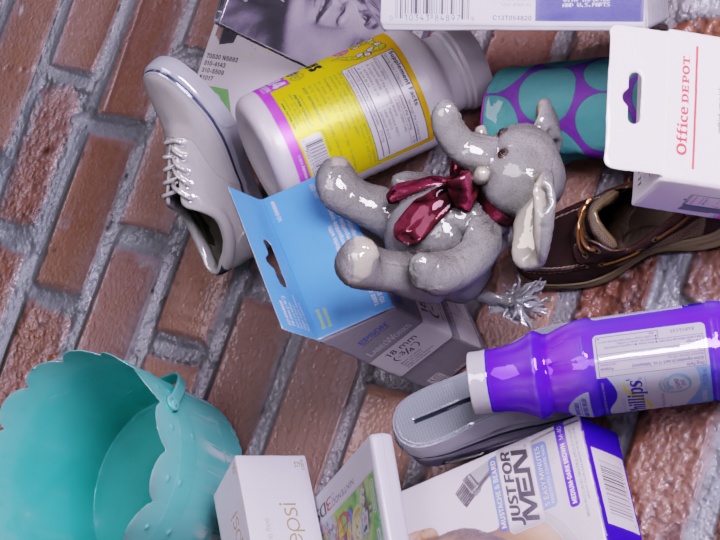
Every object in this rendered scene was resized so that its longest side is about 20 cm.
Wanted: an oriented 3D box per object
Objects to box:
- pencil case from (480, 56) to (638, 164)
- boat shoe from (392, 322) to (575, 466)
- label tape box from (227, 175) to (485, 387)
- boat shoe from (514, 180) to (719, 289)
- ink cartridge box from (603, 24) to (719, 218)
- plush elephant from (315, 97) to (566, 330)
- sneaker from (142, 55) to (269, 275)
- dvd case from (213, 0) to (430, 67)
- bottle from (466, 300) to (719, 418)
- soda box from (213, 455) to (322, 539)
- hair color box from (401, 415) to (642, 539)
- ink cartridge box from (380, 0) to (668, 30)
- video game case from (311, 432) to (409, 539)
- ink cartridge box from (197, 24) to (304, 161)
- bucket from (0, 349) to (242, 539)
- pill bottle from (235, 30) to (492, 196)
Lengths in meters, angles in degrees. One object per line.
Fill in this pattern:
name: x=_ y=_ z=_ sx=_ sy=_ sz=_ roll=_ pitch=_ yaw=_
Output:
pencil case: x=0.197 y=-0.118 z=1.689 sx=0.200 sy=0.085 sz=0.093 roll=0 pitch=112 yaw=37
boat shoe: x=0.122 y=0.096 z=1.681 sx=0.200 sy=0.067 sz=0.074 roll=-17 pitch=62 yaw=7
label tape box: x=0.000 y=0.000 z=1.721 sx=0.063 sy=0.200 sz=0.144 roll=-37 pitch=55 yaw=21
boat shoe: x=0.194 y=-0.037 z=1.669 sx=0.200 sy=0.072 sz=0.072 roll=-12 pitch=66 yaw=35
ink cartridge box: x=0.262 y=-0.101 z=1.565 sx=0.067 sy=0.199 sz=0.117 roll=129 pitch=148 yaw=-70
plush elephant: x=0.083 y=-0.056 z=1.623 sx=0.155 sy=0.200 sz=0.165 roll=-61 pitch=14 yaw=23
sneaker: x=-0.138 y=-0.086 z=1.861 sx=0.073 sy=0.200 sz=0.071 roll=1 pitch=36 yaw=48
dvd case: x=-0.018 y=-0.237 z=1.823 sx=0.016 sy=0.200 sz=0.149 roll=9 pitch=79 yaw=54
bottle: x=0.178 y=0.070 z=1.593 sx=0.199 sy=0.084 sz=0.065 roll=-8 pitch=63 yaw=7
soda box: x=-0.064 y=0.248 z=1.731 sx=0.068 sy=0.064 sz=0.200 roll=119 pitch=146 yaw=-48
hair color box: x=0.108 y=0.200 z=1.656 sx=0.200 sy=0.065 sz=0.110 roll=-28 pitch=58 yaw=29
ink cartridge box: x=0.131 y=-0.203 z=1.659 sx=0.199 sy=0.200 sz=0.041 roll=2 pitch=97 yaw=12
video game case: x=-0.002 y=0.253 z=1.686 sx=0.182 sy=0.022 sz=0.200 roll=127 pitch=139 yaw=-55
ink cartridge box: x=-0.055 y=-0.193 z=1.909 sx=0.145 sy=0.084 sz=0.200 roll=14 pitch=83 yaw=40
bucket: x=-0.208 y=0.175 z=1.859 sx=0.207 sy=0.135 sz=0.208 roll=-13 pitch=66 yaw=32
pill bottle: x=0.005 y=-0.132 z=1.785 sx=0.200 sy=0.104 sz=0.104 roll=-25 pitch=53 yaw=-11
